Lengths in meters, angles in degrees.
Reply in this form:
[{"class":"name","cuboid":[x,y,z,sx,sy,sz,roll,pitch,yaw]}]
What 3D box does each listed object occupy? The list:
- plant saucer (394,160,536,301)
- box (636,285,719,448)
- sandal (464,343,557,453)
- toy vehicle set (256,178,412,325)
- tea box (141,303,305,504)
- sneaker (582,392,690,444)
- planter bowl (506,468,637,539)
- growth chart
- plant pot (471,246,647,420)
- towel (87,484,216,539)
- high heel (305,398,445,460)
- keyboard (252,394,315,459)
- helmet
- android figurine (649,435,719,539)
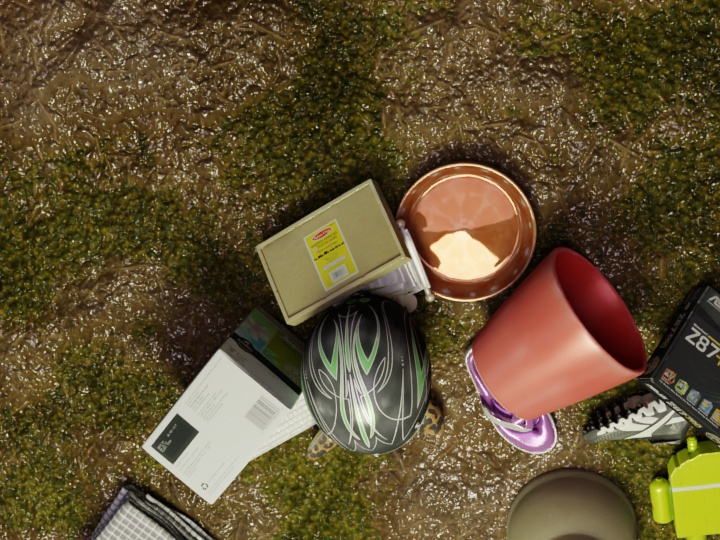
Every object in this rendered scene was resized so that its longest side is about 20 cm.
[{"class":"plant saucer","cuboid":[0.146,-0.056,1.565,0.197,0.032,0.203,3,110,8]},{"class":"box","cuboid":[0.501,0.146,1.543,0.199,0.049,0.162,39,75,-7]},{"class":"sandal","cuboid":[0.214,0.195,1.636,0.082,0.050,0.203,-34,102,18]},{"class":"toy vehicle set","cuboid":[-0.039,-0.024,1.556,0.199,0.026,0.125,-29,71,17]},{"class":"tea box","cuboid":[-0.180,0.186,1.605,0.133,0.197,0.200,39,111,-3]},{"class":"sneaker","cuboid":[0.420,0.219,1.608,0.198,0.067,0.091,-26,102,13]},{"class":"planter bowl","cuboid":[0.316,0.416,1.658,0.197,0.135,0.203,2,110,6]},{"class":"growth chart","cuboid":[0.000,0.000,1.593,0.197,0.018,0.146,-7,111,23]},{"class":"plant pot","cuboid":[0.261,0.100,1.530,0.177,0.201,0.201,-39,101,27]},{"class":"towel","cuboid":[-0.338,0.459,1.787,0.199,0.086,0.166,36,110,-6]},{"class":"high heel","cuboid":[0.023,0.247,1.666,0.142,0.071,0.200,43,101,-2]},{"class":"keyboard","cuboid":[-0.155,0.252,1.727,0.199,0.011,0.057,-31,103,16]},{"class":"helmet","cuboid":[0.008,0.144,1.534,0.197,0.191,0.202,4,117,7]},{"class":"android figurine","cuboid":[0.516,0.325,1.642,0.180,0.041,0.202,-10,114,11]}]
